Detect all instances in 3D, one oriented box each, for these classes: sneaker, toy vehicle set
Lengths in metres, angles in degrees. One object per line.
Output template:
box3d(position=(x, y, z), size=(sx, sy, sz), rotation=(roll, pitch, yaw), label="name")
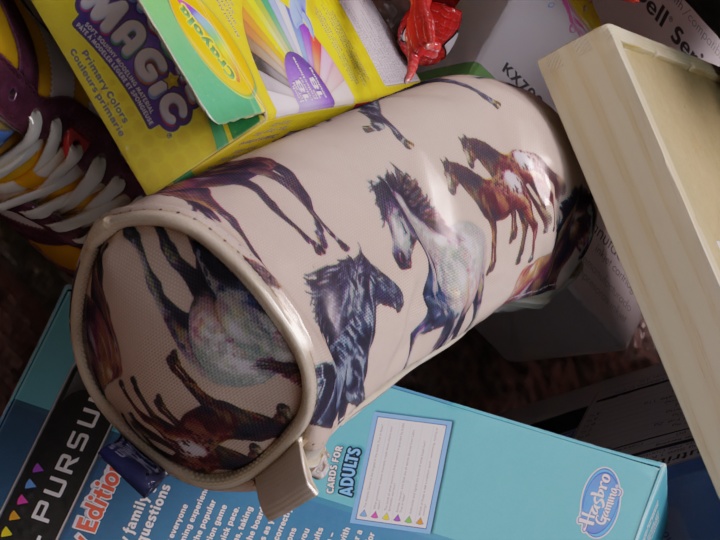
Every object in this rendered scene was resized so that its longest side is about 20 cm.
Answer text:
box3d(position=(-0.103, -0.039, 0.702), size=(0.200, 0.075, 0.090), rotation=(42, 24, -18), label="sneaker")
box3d(position=(0.127, 0.023, 0.743), size=(0.124, 0.026, 0.201), rotation=(8, 58, -62), label="toy vehicle set")

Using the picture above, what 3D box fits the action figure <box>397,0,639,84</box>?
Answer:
box3d(position=(0.067, -0.124, 0.719), size=(0.065, 0.200, 0.099), rotation=(18, 40, -23), label="action figure")

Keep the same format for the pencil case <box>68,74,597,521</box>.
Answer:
box3d(position=(0.000, 0.000, 0.676), size=(0.200, 0.077, 0.090), rotation=(-29, 95, -56), label="pencil case")

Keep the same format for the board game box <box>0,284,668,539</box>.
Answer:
box3d(position=(-0.026, 0.103, 0.692), size=(0.047, 0.199, 0.152), rotation=(76, 34, -58), label="board game box")

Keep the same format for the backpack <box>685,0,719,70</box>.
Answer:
box3d(position=(0.194, -0.169, 0.783), size=(0.200, 0.176, 0.154), rotation=(-40, 94, -30), label="backpack")

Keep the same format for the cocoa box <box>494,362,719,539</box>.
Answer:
box3d(position=(0.112, 0.147, 0.802), size=(0.201, 0.133, 0.131), rotation=(66, 22, -10), label="cocoa box")

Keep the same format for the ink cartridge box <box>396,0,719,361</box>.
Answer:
box3d(position=(0.084, -0.079, 0.884), size=(0.117, 0.067, 0.201), rotation=(44, 58, -25), label="ink cartridge box")

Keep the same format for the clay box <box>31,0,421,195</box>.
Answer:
box3d(position=(-0.051, -0.087, 0.710), size=(0.115, 0.047, 0.200), rotation=(59, 18, 3), label="clay box")
